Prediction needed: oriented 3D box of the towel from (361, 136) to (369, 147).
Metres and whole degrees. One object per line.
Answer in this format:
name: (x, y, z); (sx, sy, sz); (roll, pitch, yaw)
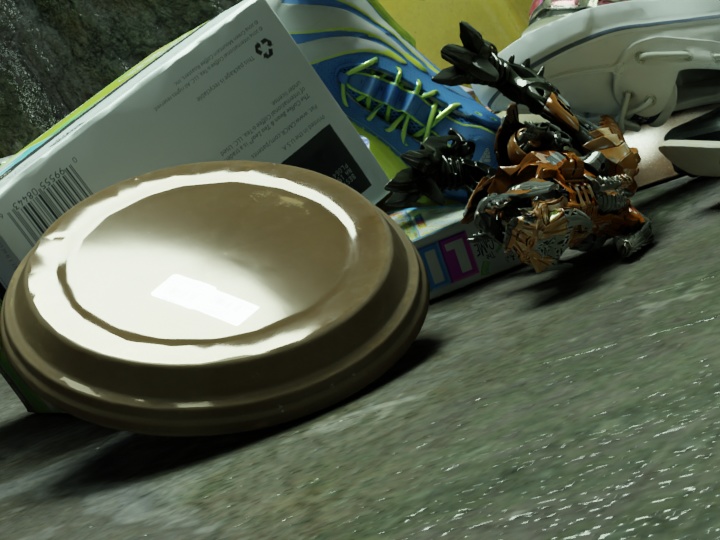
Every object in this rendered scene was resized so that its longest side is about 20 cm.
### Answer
towel: (-0.037, -0.091, 1.214); (0.144, 0.024, 0.200); (11, 10, -28)

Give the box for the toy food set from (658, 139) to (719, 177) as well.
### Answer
toy food set: (0.257, -0.115, 0.922); (0.200, 0.061, 0.143); (-40, 17, -15)

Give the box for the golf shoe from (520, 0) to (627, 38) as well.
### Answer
golf shoe: (0.195, -0.132, 1.168); (0.199, 0.073, 0.093); (3, 59, 29)

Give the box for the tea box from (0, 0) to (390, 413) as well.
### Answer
tea box: (-0.124, -0.031, 1.025); (0.200, 0.134, 0.197); (-40, 12, -23)

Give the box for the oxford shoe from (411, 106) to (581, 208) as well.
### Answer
oxford shoe: (0.080, -0.061, 1.179); (0.070, 0.074, 0.200); (21, -27, -15)

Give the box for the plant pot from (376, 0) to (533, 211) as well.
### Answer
plant pot: (0.080, -0.172, 1.352); (0.195, 0.201, 0.194); (-31, -2, 37)

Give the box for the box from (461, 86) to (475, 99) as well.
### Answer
box: (-0.012, -0.131, 1.292); (0.199, 0.039, 0.041); (21, 24, 33)

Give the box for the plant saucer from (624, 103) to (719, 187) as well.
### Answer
plant saucer: (0.194, -0.088, 1.218); (0.199, 0.037, 0.200); (-19, 8, 3)

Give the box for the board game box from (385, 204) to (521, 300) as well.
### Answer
board game box: (0.000, 0.000, 1.059); (0.134, 0.034, 0.200); (-21, 7, -17)

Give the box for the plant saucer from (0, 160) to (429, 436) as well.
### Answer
plant saucer: (-0.068, 0.004, 0.840); (0.199, 0.030, 0.201); (-2, 34, 1)

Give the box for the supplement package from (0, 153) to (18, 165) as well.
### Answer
supplement package: (-0.181, -0.046, 1.453); (0.199, 0.148, 0.191); (-20, 7, -17)

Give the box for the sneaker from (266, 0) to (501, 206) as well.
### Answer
sneaker: (0.031, -0.100, 1.042); (0.105, 0.200, 0.076); (21, 76, 44)

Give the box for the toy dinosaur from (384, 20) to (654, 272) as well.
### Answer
toy dinosaur: (0.094, -0.048, 0.940); (0.103, 0.135, 0.200); (-62, -14, 4)

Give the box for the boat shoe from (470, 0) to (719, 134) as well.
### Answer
boat shoe: (0.158, -0.113, 1.054); (0.199, 0.066, 0.074); (-16, -18, -26)

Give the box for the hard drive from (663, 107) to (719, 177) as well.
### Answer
hard drive: (0.290, -0.099, 1.043); (0.139, 0.033, 0.200); (-24, 8, -33)
